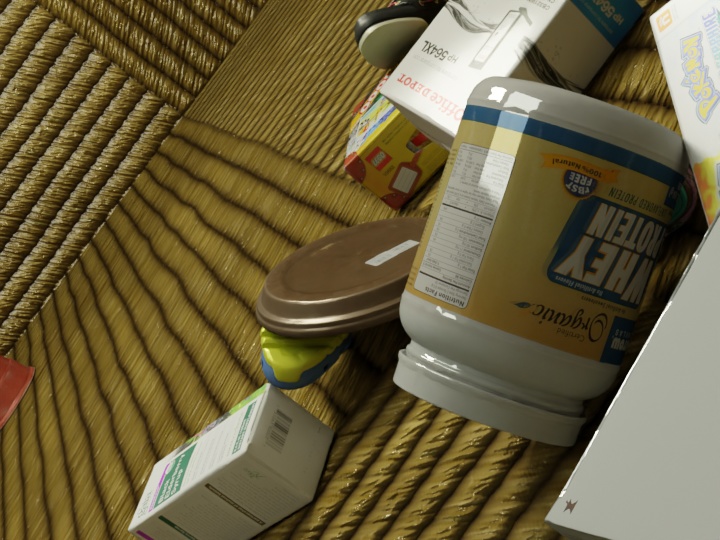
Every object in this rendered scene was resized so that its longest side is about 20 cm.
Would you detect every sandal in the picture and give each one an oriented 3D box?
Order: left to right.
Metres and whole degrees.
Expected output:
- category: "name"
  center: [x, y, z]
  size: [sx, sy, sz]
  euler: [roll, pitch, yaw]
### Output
- category: "sandal"
  center: [-0.041, 0.062, 1.240]
  size: [0.200, 0.079, 0.088]
  euler: [-59, -25, -64]

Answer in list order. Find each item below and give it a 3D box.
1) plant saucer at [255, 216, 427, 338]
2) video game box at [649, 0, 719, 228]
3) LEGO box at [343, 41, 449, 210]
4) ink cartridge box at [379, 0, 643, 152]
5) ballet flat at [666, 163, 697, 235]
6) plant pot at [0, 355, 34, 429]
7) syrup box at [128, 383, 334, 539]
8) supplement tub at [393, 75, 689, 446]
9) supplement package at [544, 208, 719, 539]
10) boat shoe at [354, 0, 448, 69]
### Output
- category: "plant saucer"
  center: [0.000, 0.000, 1.188]
  size: [0.199, 0.030, 0.200]
  euler: [-15, 20, 6]
- category: "video game box"
  center: [0.260, -0.112, 0.757]
  size: [0.182, 0.047, 0.201]
  euler: [-40, 47, 42]
- category: "LEGO box"
  center: [0.078, -0.183, 1.421]
  size: [0.200, 0.077, 0.149]
  euler: [-45, 19, 26]
- category: "ink cartridge box"
  center: [0.133, -0.197, 1.231]
  size: [0.200, 0.084, 0.146]
  euler: [-52, 39, 1]
- category: "ballet flat"
  center: [0.156, -0.019, 0.957]
  size: [0.200, 0.069, 0.071]
  euler: [-39, 4, 28]
- category: "plant pot"
  center: [-0.771, 0.218, 2.629]
  size: [0.201, 0.195, 0.201]
  euler: [-47, 18, 20]
- category: "syrup box"
  center: [-0.119, 0.190, 1.216]
  size: [0.200, 0.081, 0.079]
  euler: [-36, 24, 40]
- category: "supplement tub"
  center: [0.109, -0.006, 0.847]
  size: [0.145, 0.144, 0.201]
  euler: [-151, 79, -72]
- category: "supplement package"
  center: [0.203, 0.062, 0.590]
  size: [0.201, 0.111, 0.156]
  euler: [-58, 18, -13]
- category: "boat shoe"
  center: [0.051, -0.268, 1.500]
  size: [0.074, 0.063, 0.201]
  euler: [-45, -17, 33]
